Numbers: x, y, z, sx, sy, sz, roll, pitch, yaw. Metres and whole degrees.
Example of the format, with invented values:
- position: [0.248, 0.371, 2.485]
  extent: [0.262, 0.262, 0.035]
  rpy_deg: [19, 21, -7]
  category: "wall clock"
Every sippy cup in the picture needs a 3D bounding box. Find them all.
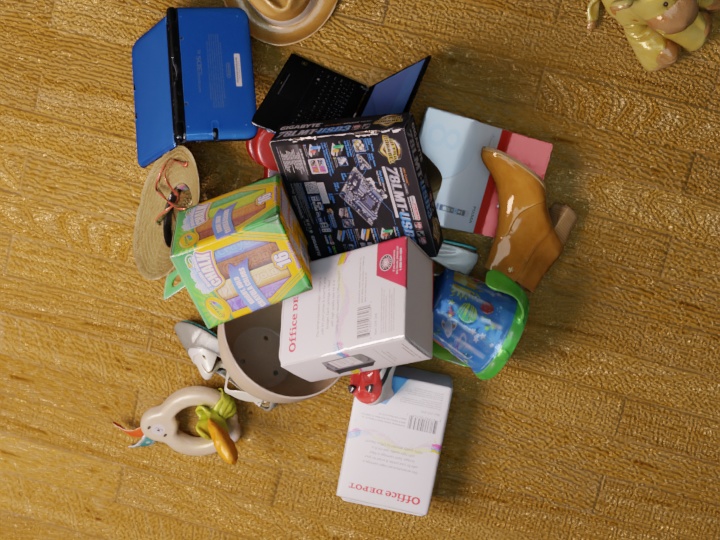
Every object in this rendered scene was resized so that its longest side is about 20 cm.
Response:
- position: [0.156, 0.068, 1.438]
  extent: [0.129, 0.140, 0.180]
  rpy_deg: [27, 105, -8]
  category: "sippy cup"

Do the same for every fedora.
- position: [-0.120, -0.428, 1.421]
  extent: [0.196, 0.082, 0.205]
  rpy_deg: [1, 99, 4]
  category: "fedora"

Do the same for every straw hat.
- position: [-0.255, -0.077, 1.474]
  extent: [0.084, 0.200, 0.204]
  rpy_deg: [15, 102, -39]
  category: "straw hat"

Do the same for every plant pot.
- position: [-0.126, 0.107, 1.452]
  extent: [0.197, 0.134, 0.204]
  rpy_deg: [11, 64, -22]
  category: "plant pot"

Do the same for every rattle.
- position: [-0.281, 0.265, 1.499]
  extent: [0.196, 0.145, 0.131]
  rpy_deg: [-8, 139, -3]
  category: "rattle"

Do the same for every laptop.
- position: [-0.025, -0.252, 1.383]
  extent: [0.197, 0.179, 0.104]
  rpy_deg: [23, 136, 0]
  category: "laptop"

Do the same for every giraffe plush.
- position: [0.406, -0.376, 1.351]
  extent: [0.197, 0.162, 0.175]
  rpy_deg: [25, 99, 0]
  category: "giraffe plush"

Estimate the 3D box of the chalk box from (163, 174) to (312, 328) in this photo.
- position: [-0.177, -0.020, 1.326]
  extent: [0.197, 0.125, 0.125]
  rpy_deg: [-20, 122, 5]
  category: "chalk box"

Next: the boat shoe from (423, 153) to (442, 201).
- position: [0.051, -0.156, 1.419]
  extent: [0.073, 0.202, 0.067]
  rpy_deg: [-12, 137, -17]
  category: "boat shoe"

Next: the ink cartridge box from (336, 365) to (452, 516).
- position: [0.052, 0.251, 1.505]
  extent: [0.142, 0.085, 0.204]
  rpy_deg: [11, 97, 3]
  category: "ink cartridge box"

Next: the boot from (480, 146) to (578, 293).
- position: [0.216, -0.068, 1.432]
  extent: [0.200, 0.071, 0.145]
  rpy_deg: [37, 86, -23]
  category: "boot"

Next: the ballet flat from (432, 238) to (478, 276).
- position: [0.076, -0.032, 1.472]
  extent: [0.196, 0.069, 0.071]
  rpy_deg: [19, 99, -2]
  category: "ballet flat"

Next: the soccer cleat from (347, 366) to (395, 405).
- position: [0.025, 0.090, 1.422]
  extent: [0.068, 0.085, 0.205]
  rpy_deg: [-2, 82, 34]
  category: "soccer cleat"

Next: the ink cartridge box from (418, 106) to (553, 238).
- position: [0.169, -0.135, 1.461]
  extent: [0.196, 0.047, 0.163]
  rpy_deg: [16, 99, 3]
  category: "ink cartridge box"

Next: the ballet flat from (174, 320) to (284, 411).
- position: [-0.206, 0.148, 1.512]
  extent: [0.198, 0.068, 0.064]
  rpy_deg: [30, 55, -3]
  category: "ballet flat"

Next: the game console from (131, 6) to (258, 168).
- position: [-0.242, -0.262, 1.435]
  extent: [0.167, 0.118, 0.204]
  rpy_deg: [-3, 76, -13]
  category: "game console"

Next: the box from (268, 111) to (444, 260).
- position: [-0.002, -0.107, 1.340]
  extent: [0.195, 0.050, 0.203]
  rpy_deg: [-3, 126, 23]
  category: "box"

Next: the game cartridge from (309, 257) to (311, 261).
- position: [0.000, 0.000, 1.460]
  extent: [0.199, 0.041, 0.134]
  rpy_deg: [-37, 98, 32]
  category: "game cartridge"

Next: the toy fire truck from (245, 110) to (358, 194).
- position: [-0.080, -0.138, 1.456]
  extent: [0.164, 0.112, 0.204]
  rpy_deg: [-1, 99, -15]
  category: "toy fire truck"

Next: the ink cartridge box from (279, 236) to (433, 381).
- position: [-0.004, 0.055, 1.332]
  extent: [0.197, 0.085, 0.150]
  rpy_deg: [-14, 59, 31]
  category: "ink cartridge box"
